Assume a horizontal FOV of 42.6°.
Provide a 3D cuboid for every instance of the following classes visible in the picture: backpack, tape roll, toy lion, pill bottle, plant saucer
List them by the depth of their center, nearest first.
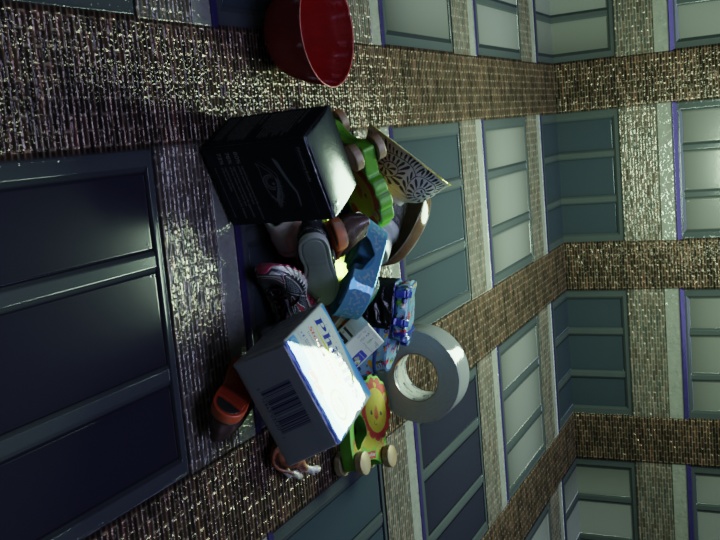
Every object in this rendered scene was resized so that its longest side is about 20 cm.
[{"bbox_3d":[-0.007,-0.180,1.733,0.068,0.200,0.193,-27,133,-20],"label":"toy lion"},{"bbox_3d":[0.038,0.115,1.838,0.183,0.132,0.203,-4,99,-83],"label":"backpack"},{"bbox_3d":[0.034,-0.117,1.887,0.114,0.112,0.202,58,39,-46],"label":"pill bottle"},{"bbox_3d":[0.010,0.312,1.890,0.199,0.068,0.195,7,76,-63],"label":"toy lion"},{"bbox_3d":[0.091,-0.093,1.931,0.034,0.200,0.202,27,56,-16],"label":"plant saucer"},{"bbox_3d":[0.129,0.219,1.971,0.066,0.198,0.203,-25,111,-61],"label":"tape roll"}]

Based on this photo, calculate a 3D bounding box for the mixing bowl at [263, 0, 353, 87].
[{"bbox_3d":[-0.102,-0.418,1.626,0.199,0.107,0.203,7,82,-63],"label":"mixing bowl"}]

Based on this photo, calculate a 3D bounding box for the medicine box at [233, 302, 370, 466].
[{"bbox_3d":[-0.088,0.177,1.482,0.184,0.102,0.200,62,21,-7],"label":"medicine box"}]

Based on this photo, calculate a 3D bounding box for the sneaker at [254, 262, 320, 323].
[{"bbox_3d":[-0.124,0.056,1.594,0.201,0.080,0.075,58,42,-47],"label":"sneaker"}]

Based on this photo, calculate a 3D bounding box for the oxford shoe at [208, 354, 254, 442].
[{"bbox_3d":[-0.196,0.199,1.478,0.073,0.071,0.200,-65,174,27],"label":"oxford shoe"}]

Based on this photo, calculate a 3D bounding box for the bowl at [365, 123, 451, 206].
[{"bbox_3d":[0.070,-0.189,1.794,0.095,0.200,0.200,-52,153,8],"label":"bowl"}]

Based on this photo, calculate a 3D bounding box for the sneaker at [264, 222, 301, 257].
[{"bbox_3d":[-0.115,-0.133,1.622,0.105,0.074,0.202,57,44,-55],"label":"sneaker"}]

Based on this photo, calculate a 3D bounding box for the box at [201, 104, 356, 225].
[{"bbox_3d":[-0.127,-0.163,1.459,0.105,0.197,0.149,-59,140,-46],"label":"box"}]

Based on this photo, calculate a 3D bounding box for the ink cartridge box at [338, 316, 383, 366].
[{"bbox_3d":[-0.051,0.173,1.701,0.200,0.039,0.100,-44,150,-4],"label":"ink cartridge box"}]

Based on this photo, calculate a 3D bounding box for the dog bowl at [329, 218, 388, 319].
[{"bbox_3d":[0.000,0.000,1.665,0.112,0.049,0.202,129,-19,-55],"label":"dog bowl"}]

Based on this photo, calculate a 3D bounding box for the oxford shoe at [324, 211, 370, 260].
[{"bbox_3d":[-0.023,-0.064,1.640,0.200,0.072,0.072,173,-104,-81],"label":"oxford shoe"}]

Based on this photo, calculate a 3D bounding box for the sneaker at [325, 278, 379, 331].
[{"bbox_3d":[-0.038,0.086,1.729,0.200,0.071,0.080,-45,153,-12],"label":"sneaker"}]

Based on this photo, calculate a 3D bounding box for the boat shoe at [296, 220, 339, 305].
[{"bbox_3d":[-0.075,-0.014,1.612,0.201,0.074,0.061,95,-7,-51],"label":"boat shoe"}]

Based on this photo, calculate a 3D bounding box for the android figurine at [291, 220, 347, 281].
[{"bbox_3d":[-0.078,-0.024,1.734,0.200,0.041,0.184,47,47,-53],"label":"android figurine"}]

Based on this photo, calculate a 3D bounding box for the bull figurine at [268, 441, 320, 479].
[{"bbox_3d":[-0.085,0.280,1.638,0.200,0.065,0.122,-47,135,-22],"label":"bull figurine"}]
